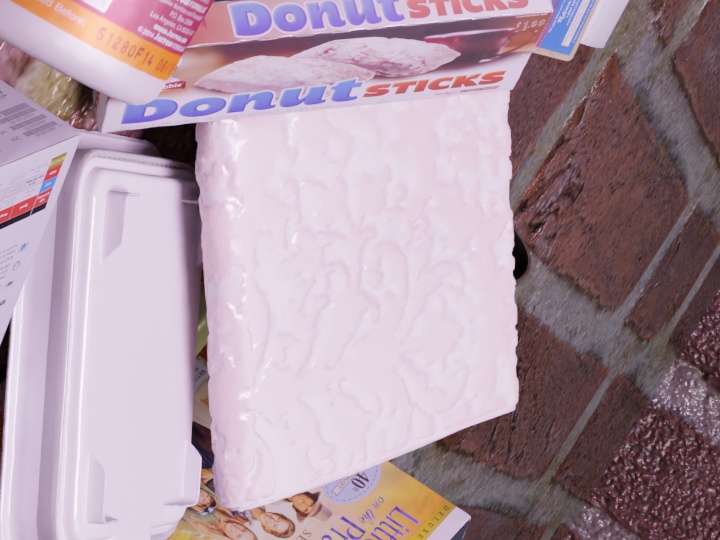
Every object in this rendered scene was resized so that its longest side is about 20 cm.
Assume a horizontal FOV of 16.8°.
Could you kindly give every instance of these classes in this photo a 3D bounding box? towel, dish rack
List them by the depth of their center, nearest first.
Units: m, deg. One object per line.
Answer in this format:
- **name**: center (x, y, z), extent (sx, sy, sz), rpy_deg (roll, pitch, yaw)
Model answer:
- **dish rack**: center (-0.109, 0.038, 1.123), extent (0.172, 0.043, 0.201), rpy_deg (3, 91, -74)
- **towel**: center (0.000, 0.000, 1.203), extent (0.191, 0.032, 0.201), rpy_deg (-17, 113, -38)

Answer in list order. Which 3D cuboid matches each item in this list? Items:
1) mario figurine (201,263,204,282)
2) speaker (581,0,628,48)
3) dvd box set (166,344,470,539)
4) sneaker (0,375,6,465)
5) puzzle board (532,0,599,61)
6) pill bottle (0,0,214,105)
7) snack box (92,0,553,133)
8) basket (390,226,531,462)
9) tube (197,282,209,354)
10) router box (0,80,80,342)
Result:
- **mario figurine**: center (-0.009, -0.055, 1.263), extent (0.124, 0.106, 0.200), rpy_deg (100, 15, -46)
- **speaker**: center (0.163, -0.241, 1.522), extent (0.200, 0.081, 0.081), rpy_deg (-62, 164, 17)
- **dvd box set**: center (-0.060, 0.127, 1.320), extent (0.146, 0.200, 0.029), rpy_deg (-42, 159, -43)
- **sneaker**: center (-0.185, 0.133, 1.174), extent (0.200, 0.077, 0.073), rpy_deg (-53, 166, -10)
- **puzzle board**: center (0.084, -0.200, 1.118), extent (0.151, 0.017, 0.200), rpy_deg (8, 113, -44)
- **pill bottle**: center (-0.072, -0.169, 0.864), extent (0.200, 0.109, 0.110), rpy_deg (-59, 165, 5)
- **snack box**: center (-0.017, -0.098, 1.093), extent (0.199, 0.024, 0.072), rpy_deg (-7, 157, -16)
- **basket**: center (-0.009, 0.048, 1.467), extent (0.200, 0.136, 0.180), rpy_deg (-60, 162, 22)
- **tube**: center (-0.134, 0.070, 1.263), extent (0.200, 0.052, 0.058), rpy_deg (-53, 154, -13)
- **router box**: center (-0.207, 0.030, 0.948), extent (0.200, 0.049, 0.180), rpy_deg (-31, 149, -60)
